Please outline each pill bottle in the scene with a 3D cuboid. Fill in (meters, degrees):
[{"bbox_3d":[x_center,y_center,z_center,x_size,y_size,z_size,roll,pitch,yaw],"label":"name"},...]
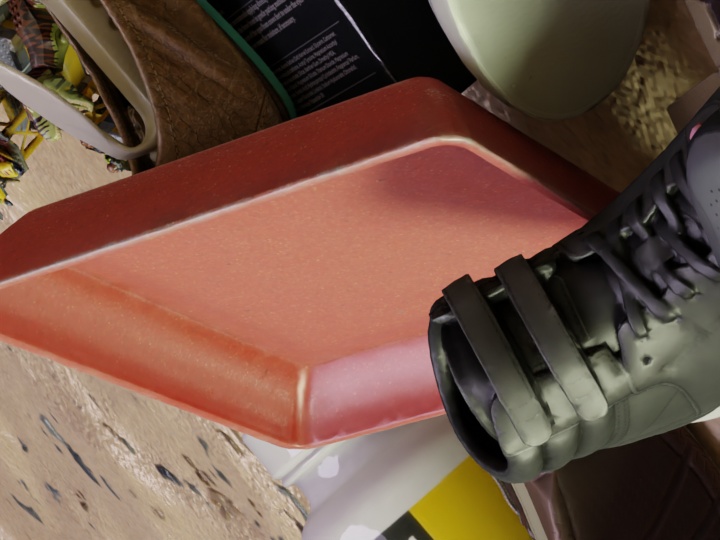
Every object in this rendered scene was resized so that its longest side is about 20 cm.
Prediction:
[{"bbox_3d":[0.045,0.118,1.037,0.200,0.111,0.111,48,160,4],"label":"pill bottle"}]

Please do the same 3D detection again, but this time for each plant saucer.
[{"bbox_3d":[0.000,0.000,0.809,0.200,0.037,0.200,-18,154,31],"label":"plant saucer"}]

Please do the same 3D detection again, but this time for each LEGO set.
[{"bbox_3d":[-0.139,-0.082,1.024,0.154,0.116,0.200,22,148,23],"label":"LEGO set"}]

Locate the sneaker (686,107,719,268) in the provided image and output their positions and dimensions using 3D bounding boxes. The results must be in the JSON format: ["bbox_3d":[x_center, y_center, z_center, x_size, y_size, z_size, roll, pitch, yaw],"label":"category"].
[{"bbox_3d":[0.129,0.055,0.594,0.200,0.088,0.074,53,154,-9],"label":"sneaker"}]

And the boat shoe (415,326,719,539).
[{"bbox_3d":[0.083,0.067,0.949,0.202,0.075,0.075,59,172,-8],"label":"boat shoe"}]

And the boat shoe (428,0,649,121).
[{"bbox_3d":[0.024,-0.138,0.715,0.072,0.070,0.201,39,157,59],"label":"boat shoe"}]

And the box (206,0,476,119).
[{"bbox_3d":[-0.029,-0.109,0.845,0.141,0.079,0.200,51,160,-7],"label":"box"}]

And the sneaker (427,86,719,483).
[{"bbox_3d":[0.078,0.004,0.680,0.071,0.099,0.200,62,156,19],"label":"sneaker"}]

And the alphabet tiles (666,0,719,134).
[{"bbox_3d":[0.146,-0.011,0.657,0.200,0.006,0.166,66,156,7],"label":"alphabet tiles"}]

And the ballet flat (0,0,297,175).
[{"bbox_3d":[-0.104,-0.100,0.805,0.200,0.072,0.068,54,160,-7],"label":"ballet flat"}]
